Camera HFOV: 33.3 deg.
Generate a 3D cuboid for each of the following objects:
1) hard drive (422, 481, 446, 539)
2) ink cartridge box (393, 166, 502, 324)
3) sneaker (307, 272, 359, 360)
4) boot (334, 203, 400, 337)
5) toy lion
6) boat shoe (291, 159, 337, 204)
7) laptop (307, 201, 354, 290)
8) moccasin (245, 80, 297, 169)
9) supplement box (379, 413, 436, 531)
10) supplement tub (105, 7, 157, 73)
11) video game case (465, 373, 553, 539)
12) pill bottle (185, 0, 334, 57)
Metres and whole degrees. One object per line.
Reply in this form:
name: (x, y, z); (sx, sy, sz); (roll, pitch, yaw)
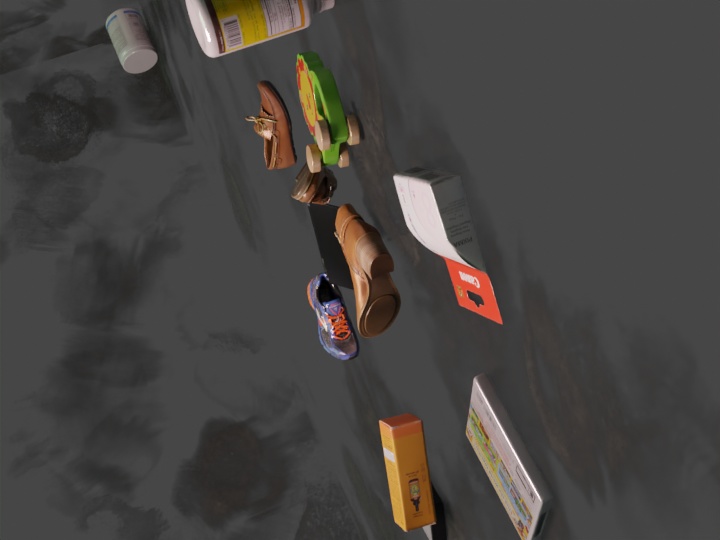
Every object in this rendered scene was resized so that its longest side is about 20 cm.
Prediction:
hard drive: (0.108, 0.417, 2.334); (0.140, 0.033, 0.200); (81, 164, -44)
ink cartridge box: (0.109, -0.031, 1.551); (0.163, 0.057, 0.200); (-153, 48, -73)
sneaker: (-0.057, 0.092, 2.459); (0.078, 0.075, 0.200); (104, 142, -64)
boot: (0.000, 0.000, 2.017); (0.155, 0.077, 0.200); (-124, 21, -45)
toy lion: (-0.064, -0.267, 1.938); (0.200, 0.069, 0.192); (128, 129, -76)
boat shoe: (-0.071, -0.150, 2.066); (0.068, 0.072, 0.200); (34, -165, -8)
laptop: (-0.029, -0.072, 2.206); (0.200, 0.103, 0.177); (-79, -20, -59)
moccasin: (-0.178, -0.283, 2.362); (0.202, 0.078, 0.074); (84, 162, -49)
supplement box: (0.086, 0.365, 2.186); (0.069, 0.066, 0.200); (-168, 68, -69)
supplement tub: (-0.798, -0.802, 4.200); (0.132, 0.132, 0.200); (95, 154, -64)
video game case: (0.204, 0.267, 1.676); (0.182, 0.023, 0.200); (89, 157, -58)
pill bottle: (-0.142, -0.384, 1.725); (0.109, 0.200, 0.109); (160, 90, -78)
